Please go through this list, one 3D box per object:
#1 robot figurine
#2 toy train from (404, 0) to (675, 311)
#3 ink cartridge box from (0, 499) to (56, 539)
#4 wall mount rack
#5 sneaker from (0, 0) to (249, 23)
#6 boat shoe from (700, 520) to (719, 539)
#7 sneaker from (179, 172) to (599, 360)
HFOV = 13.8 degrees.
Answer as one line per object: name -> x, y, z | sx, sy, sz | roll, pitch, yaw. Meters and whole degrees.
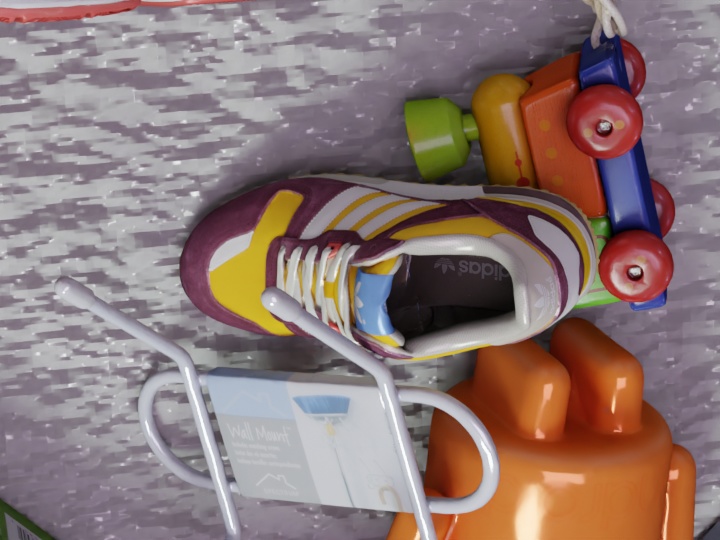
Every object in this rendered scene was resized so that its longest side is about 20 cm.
robot figurine -> 0.082, 0.125, 1.401 | 0.116, 0.144, 0.200 | 14, 112, 24
toy train -> 0.071, -0.074, 1.348 | 0.116, 0.085, 0.200 | -10, 111, 10
ink cartridge box -> -0.236, 0.187, 1.389 | 0.148, 0.076, 0.200 | 39, 99, -21
wall mount rack -> -0.044, 0.066, 1.318 | 0.200, 0.075, 0.174 | 2, 120, 35
sneaker -> -0.112, -0.169, 1.271 | 0.200, 0.078, 0.116 | -9, 103, -33
boat shoe -> 0.202, 0.157, 1.465 | 0.200, 0.074, 0.065 | -38, 118, 16
sneaker -> 0.000, 0.000, 1.316 | 0.200, 0.090, 0.075 | -4, 105, 24
